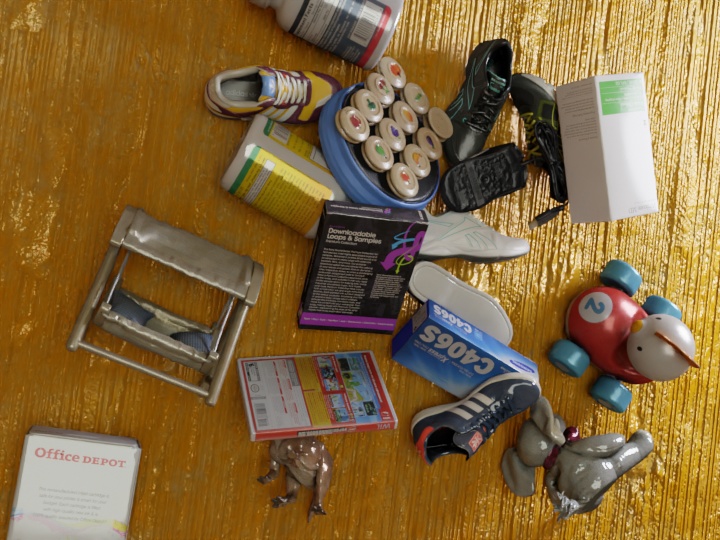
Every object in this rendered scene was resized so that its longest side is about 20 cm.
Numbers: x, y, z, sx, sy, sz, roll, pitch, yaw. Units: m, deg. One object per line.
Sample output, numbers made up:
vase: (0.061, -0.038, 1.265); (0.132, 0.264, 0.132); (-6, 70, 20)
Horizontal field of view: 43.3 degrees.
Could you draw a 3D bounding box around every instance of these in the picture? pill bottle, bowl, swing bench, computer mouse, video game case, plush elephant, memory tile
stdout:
pill bottle: (-0.051, -0.370, 1.242); (0.197, 0.119, 0.121); (23, 83, -14)
bowl: (0.031, -0.167, 1.249); (0.199, 0.039, 0.204); (23, 53, -34)
swing bench: (-0.247, 0.041, 1.174); (0.196, 0.130, 0.203); (23, 83, -14)
pill bottle: (-0.081, -0.114, 1.233); (0.198, 0.113, 0.114); (29, 81, -13)
computer mouse: (0.211, -0.118, 1.323); (0.198, 0.046, 0.142); (-27, 103, -10)
video game case: (-0.062, 0.166, 1.228); (0.196, 0.144, 0.018); (-2, 127, -16)
plush elephant: (0.294, 0.269, 1.326); (0.198, 0.166, 0.155); (-11, 51, -47)
memory tile: (0.052, -0.199, 1.245); (0.153, 0.017, 0.201); (47, 43, -14)

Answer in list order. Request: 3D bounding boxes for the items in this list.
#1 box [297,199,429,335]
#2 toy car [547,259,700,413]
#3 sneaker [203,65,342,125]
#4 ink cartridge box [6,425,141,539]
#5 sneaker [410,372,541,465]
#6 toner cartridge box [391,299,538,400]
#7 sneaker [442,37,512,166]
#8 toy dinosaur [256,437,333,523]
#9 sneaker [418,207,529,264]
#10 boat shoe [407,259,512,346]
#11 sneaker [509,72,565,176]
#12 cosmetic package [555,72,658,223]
box: (0.000, 0.000, 1.233); (0.140, 0.036, 0.202); (5, 129, -16)
toy car: (0.410, 0.099, 1.324); (0.176, 0.200, 0.185); (39, 79, -12)
sneaker: (-0.112, -0.240, 1.237); (0.196, 0.090, 0.076); (-7, 91, -16)
ink cartridge box: (-0.367, 0.309, 1.157); (0.143, 0.083, 0.204); (11, 86, -15)
sneaker: (0.166, 0.216, 1.274); (0.198, 0.085, 0.075); (-28, 119, 13)
toner cartridge box: (0.149, 0.130, 1.299); (0.198, 0.043, 0.095); (30, 124, -16)
sneaker: (0.172, -0.246, 1.326); (0.074, 0.079, 0.204); (16, 86, -16)
toy dinosaur: (-0.077, 0.250, 1.249); (0.085, 0.136, 0.202); (-12, 119, 26)
sneaker: (0.157, -0.053, 1.323); (0.197, 0.070, 0.082); (4, 79, -17)
boat shoe: (0.137, 0.050, 1.318); (0.198, 0.060, 0.075); (32, 88, -21)
sneaker: (0.278, -0.204, 1.356); (0.085, 0.074, 0.201); (-43, 100, -12)
cosmetic package: (0.355, -0.174, 1.309); (0.106, 0.084, 0.204); (-12, 95, -31)
